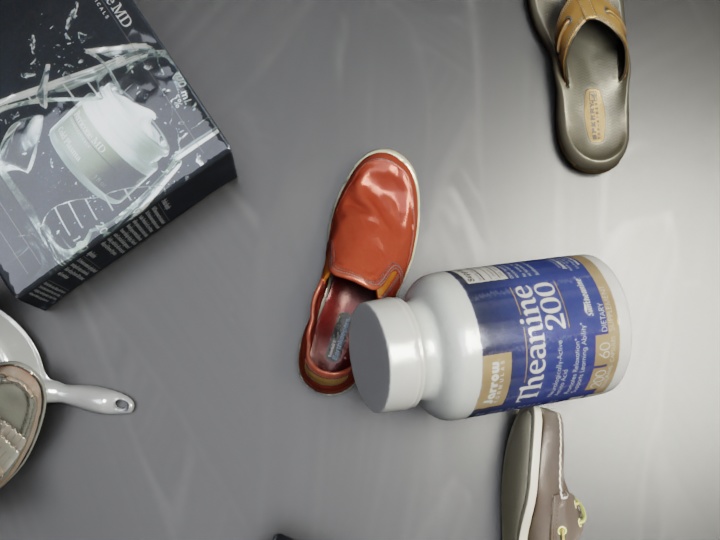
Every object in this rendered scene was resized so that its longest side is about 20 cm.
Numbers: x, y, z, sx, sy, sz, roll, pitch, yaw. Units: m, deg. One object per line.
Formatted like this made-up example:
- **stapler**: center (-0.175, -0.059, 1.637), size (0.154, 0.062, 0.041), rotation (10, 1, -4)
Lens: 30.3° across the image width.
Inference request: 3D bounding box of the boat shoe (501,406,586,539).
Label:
- **boat shoe**: center (0.144, 0.206, 1.047), size (0.059, 0.072, 0.203), rotation (5, 88, -8)

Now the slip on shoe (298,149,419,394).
- **slip on shoe**: center (0.000, 0.000, 1.054), size (0.073, 0.061, 0.202), rotation (18, 83, 1)

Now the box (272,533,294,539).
- **box**: center (-0.020, 0.336, 1.004), size (0.198, 0.117, 0.199), rotation (25, 84, 1)

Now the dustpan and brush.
- **dustpan and brush**: center (-0.280, 0.092, 1.049), size (0.197, 0.057, 0.142), rotation (12, 96, 5)

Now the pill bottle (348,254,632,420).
- **pill bottle**: center (0.097, 0.053, 1.011), size (0.197, 0.111, 0.113), rotation (-7, 85, -21)

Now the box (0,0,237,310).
- **box**: center (-0.229, -0.109, 1.030), size (0.196, 0.124, 0.201), rotation (-35, 88, -7)

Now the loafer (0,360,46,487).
- **loafer**: center (-0.306, 0.157, 1.000), size (0.072, 0.063, 0.200), rotation (38, 106, -10)

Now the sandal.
- **sandal**: center (0.184, -0.182, 1.089), size (0.080, 0.055, 0.203), rotation (-4, 85, -3)
